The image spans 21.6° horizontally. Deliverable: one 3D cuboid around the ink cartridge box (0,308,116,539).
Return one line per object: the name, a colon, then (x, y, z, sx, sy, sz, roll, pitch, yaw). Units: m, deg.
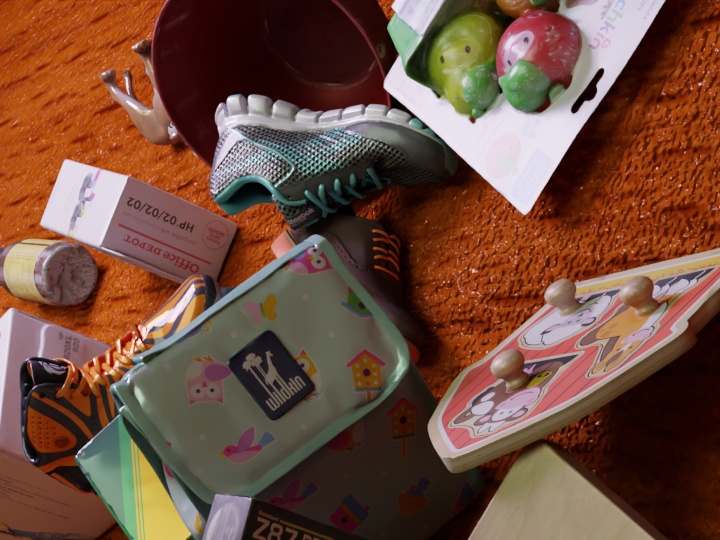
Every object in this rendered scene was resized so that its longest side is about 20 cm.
ink cartridge box: (-0.295, 0.161, 1.644, 0.200, 0.144, 0.148, -40, 39, 39)

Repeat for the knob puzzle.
knob puzzle: (0.110, 0.043, 1.050, 0.219, 0.031, 0.220, -30, 11, 7)

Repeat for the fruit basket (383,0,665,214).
fruit basket: (0.104, -0.161, 1.261, 0.186, 0.093, 0.200, -57, 35, 13)

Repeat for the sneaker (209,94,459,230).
sneaker: (-0.024, -0.069, 1.368, 0.199, 0.078, 0.092, 5, 67, 28)

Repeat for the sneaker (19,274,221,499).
sneaker: (-0.189, 0.077, 1.416, 0.201, 0.111, 0.078, -59, 23, 12)

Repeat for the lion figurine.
lion figurine: (-0.173, -0.153, 1.742, 0.072, 0.123, 0.200, -29, 5, -16)

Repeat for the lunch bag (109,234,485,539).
lunch bag: (-0.043, 0.099, 1.160, 0.170, 0.201, 0.122, -36, 27, -15)

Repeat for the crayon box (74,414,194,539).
crayon box: (-0.087, 0.112, 1.313, 0.200, 0.058, 0.119, -42, 54, -2)

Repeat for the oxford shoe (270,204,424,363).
oxford shoe: (0.000, 0.000, 1.347, 0.073, 0.071, 0.200, -50, 37, 3)

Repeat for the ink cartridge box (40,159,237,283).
ink cartridge box: (-0.186, -0.037, 1.634, 0.200, 0.115, 0.068, 18, 85, 60)

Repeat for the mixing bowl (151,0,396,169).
mixing bowl: (-0.048, -0.165, 1.453, 0.200, 0.200, 0.109, -38, 10, 41)

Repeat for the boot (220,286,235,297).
boot: (-0.096, 0.083, 1.444, 0.203, 0.073, 0.155, -16, 53, 53)

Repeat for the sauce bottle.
sauce bottle: (-0.326, -0.001, 1.898, 0.200, 0.064, 0.065, 7, 76, 62)

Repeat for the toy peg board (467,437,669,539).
toy peg board: (0.127, 0.228, 0.969, 0.199, 0.097, 0.201, 40, 105, 44)

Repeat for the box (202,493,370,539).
box: (-0.014, 0.232, 1.066, 0.049, 0.199, 0.162, -2, 68, 56)
